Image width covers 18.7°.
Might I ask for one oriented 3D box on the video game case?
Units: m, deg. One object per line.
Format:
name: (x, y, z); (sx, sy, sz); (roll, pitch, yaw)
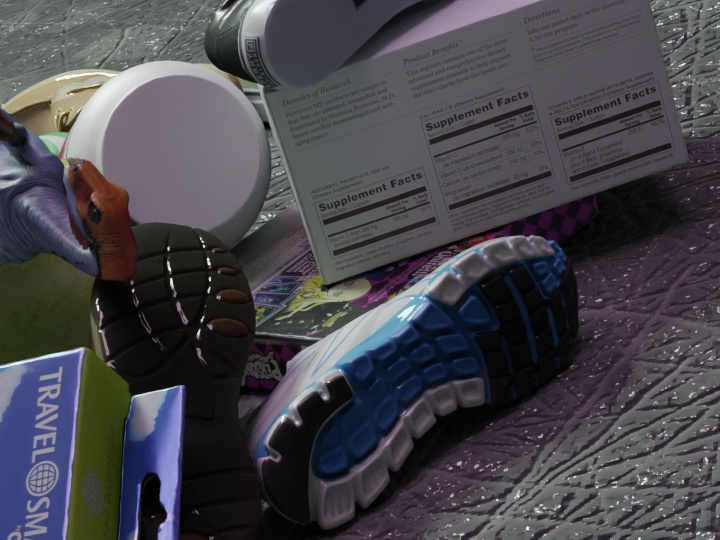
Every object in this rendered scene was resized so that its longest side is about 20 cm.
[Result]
video game case: (0.000, 0.000, 1.166); (0.180, 0.036, 0.200); (1, 29, 43)

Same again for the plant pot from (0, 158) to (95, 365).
plant pot: (-0.213, 0.027, 1.112); (0.183, 0.202, 0.200); (-16, 17, -25)

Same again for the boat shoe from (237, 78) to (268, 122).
boat shoe: (-0.018, -0.139, 1.491); (0.199, 0.062, 0.072); (-2, 27, 36)

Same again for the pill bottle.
pill bottle: (-0.110, -0.055, 1.222); (0.112, 0.114, 0.200); (-24, 3, -11)

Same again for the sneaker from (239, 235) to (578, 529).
sneaker: (0.014, 0.042, 1.007); (0.199, 0.075, 0.086); (-31, 18, -28)

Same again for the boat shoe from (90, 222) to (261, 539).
boat shoe: (-0.088, 0.066, 0.956); (0.075, 0.074, 0.201); (10, 43, -14)

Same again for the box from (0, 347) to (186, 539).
box: (-0.169, 0.106, 0.873); (0.199, 0.048, 0.123); (-13, 56, 19)

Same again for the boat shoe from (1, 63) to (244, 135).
boat shoe: (-0.180, -0.101, 1.525); (0.199, 0.074, 0.069); (-11, 16, 20)

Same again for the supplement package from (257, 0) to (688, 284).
supplement package: (0.049, -0.098, 1.162); (0.199, 0.112, 0.156); (-18, 22, -2)

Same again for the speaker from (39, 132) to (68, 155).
speaker: (-0.217, -0.011, 1.320); (0.088, 0.089, 0.200); (-9, 23, 25)

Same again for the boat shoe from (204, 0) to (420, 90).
boat shoe: (0.002, -0.155, 1.097); (0.056, 0.069, 0.200); (9, 38, 47)

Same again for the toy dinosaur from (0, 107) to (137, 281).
toy dinosaur: (-0.154, -0.050, 0.989); (0.181, 0.106, 0.200); (24, 29, 21)
